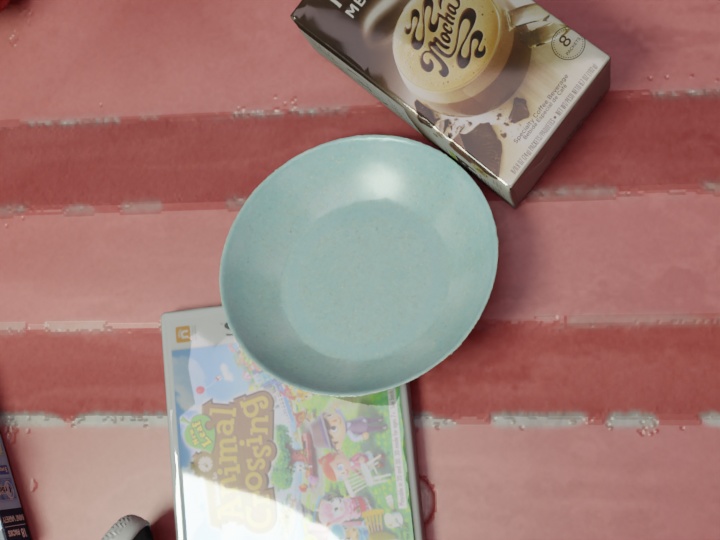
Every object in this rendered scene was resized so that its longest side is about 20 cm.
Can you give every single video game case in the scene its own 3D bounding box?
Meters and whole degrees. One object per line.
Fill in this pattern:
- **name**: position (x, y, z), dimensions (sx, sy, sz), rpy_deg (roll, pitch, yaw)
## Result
- **video game case**: position (-0.050, 0.120, 0.880), dimensions (0.179, 0.022, 0.203), rpy_deg (-7, 81, 10)

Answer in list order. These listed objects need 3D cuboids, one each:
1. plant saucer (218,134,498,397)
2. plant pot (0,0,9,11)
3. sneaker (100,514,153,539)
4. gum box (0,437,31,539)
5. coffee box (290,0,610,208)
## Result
- **plant saucer**: position (0.000, 0.000, 0.860), dimensions (0.198, 0.039, 0.204), rpy_deg (-5, 62, 10)
- **plant pot**: position (-0.374, -0.274, 0.912), dimensions (0.180, 0.200, 0.204), rpy_deg (-4, 82, 19)
- **sneaker**: position (-0.147, 0.279, 0.854), dimensions (0.112, 0.075, 0.203), rpy_deg (14, 91, 12)
- **gum box**: position (-0.358, 0.141, 0.926), dimensions (0.168, 0.045, 0.203), rpy_deg (-21, 80, 7)
- **coffee box**: position (0.064, -0.153, 0.864), dimensions (0.199, 0.080, 0.114), rpy_deg (39, 92, 13)
